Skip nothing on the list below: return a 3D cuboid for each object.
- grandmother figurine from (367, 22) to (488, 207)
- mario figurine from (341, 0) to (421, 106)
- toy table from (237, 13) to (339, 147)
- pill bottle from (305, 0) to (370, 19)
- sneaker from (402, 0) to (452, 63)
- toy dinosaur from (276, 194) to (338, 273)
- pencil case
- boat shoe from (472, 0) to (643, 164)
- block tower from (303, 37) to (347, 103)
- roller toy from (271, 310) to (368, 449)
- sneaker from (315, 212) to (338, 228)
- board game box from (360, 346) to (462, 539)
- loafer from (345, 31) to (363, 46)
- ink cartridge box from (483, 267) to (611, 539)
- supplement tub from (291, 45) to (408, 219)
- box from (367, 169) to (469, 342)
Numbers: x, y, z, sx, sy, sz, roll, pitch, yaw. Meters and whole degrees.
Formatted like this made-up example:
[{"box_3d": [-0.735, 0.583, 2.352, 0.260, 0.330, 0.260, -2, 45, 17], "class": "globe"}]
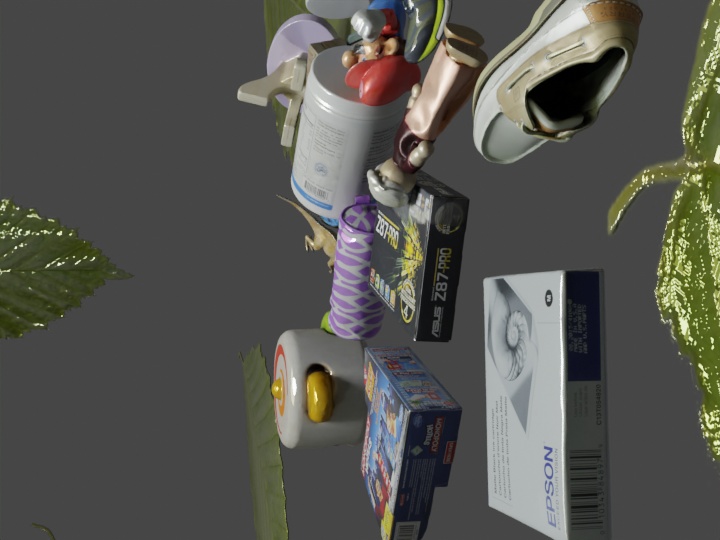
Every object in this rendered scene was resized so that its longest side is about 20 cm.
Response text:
[{"box_3d": [0.063, -0.144, 0.879, 0.121, 0.061, 0.200, -74, 10, -53], "class": "grandmother figurine"}, {"box_3d": [0.013, -0.289, 1.033, 0.106, 0.123, 0.200, -13, 62, 38], "class": "mario figurine"}, {"box_3d": [-0.103, -0.311, 1.443, 0.200, 0.184, 0.117, 89, -171, -53], "class": "toy table"}, {"box_3d": [-0.036, -0.481, 1.261, 0.114, 0.114, 0.200, 142, 127, -73], "class": "pill bottle"}, {"box_3d": [0.056, -0.330, 0.951, 0.074, 0.081, 0.200, -142, 53, -73], "class": "sneaker"}, {"box_3d": [-0.053, -0.048, 1.360, 0.200, 0.058, 0.101, 53, 169, -3], "class": "toy dinosaur"}, {"box_3d": [0.000, 0.000, 1.164, 0.086, 0.084, 0.200, -120, 31, -48], "class": "pencil case"}, {"box_3d": [0.135, -0.131, 0.635, 0.200, 0.075, 0.068, 118, 155, -60], "class": "boat shoe"}, {"box_3d": [-0.046, -0.233, 1.221, 0.058, 0.054, 0.200, 56, 151, 33], "class": "block tower"}, {"box_3d": [-0.065, 0.180, 1.312, 0.200, 0.140, 0.183, -106, 20, -47], "class": "roller toy"}, {"box_3d": [-0.035, -0.165, 1.334, 0.090, 0.078, 0.200, -177, 86, -71], "class": "sneaker"}, {"box_3d": [0.048, 0.186, 1.017, 0.200, 0.062, 0.200, -112, 26, -60], "class": "board game box"}, {"box_3d": [-0.002, -0.293, 1.223, 0.200, 0.072, 0.063, 180, 85, -74], "class": "loafer"}, {"box_3d": [0.135, 0.101, 0.703, 0.200, 0.041, 0.200, 162, 108, -76], "class": "ink cartridge box"}, {"box_3d": [-0.017, -0.178, 1.143, 0.200, 0.132, 0.132, 106, 159, -46], "class": "supplement tub"}, {"box_3d": [0.062, -0.027, 0.989, 0.200, 0.049, 0.161, -129, 45, -68], "class": "box"}]
